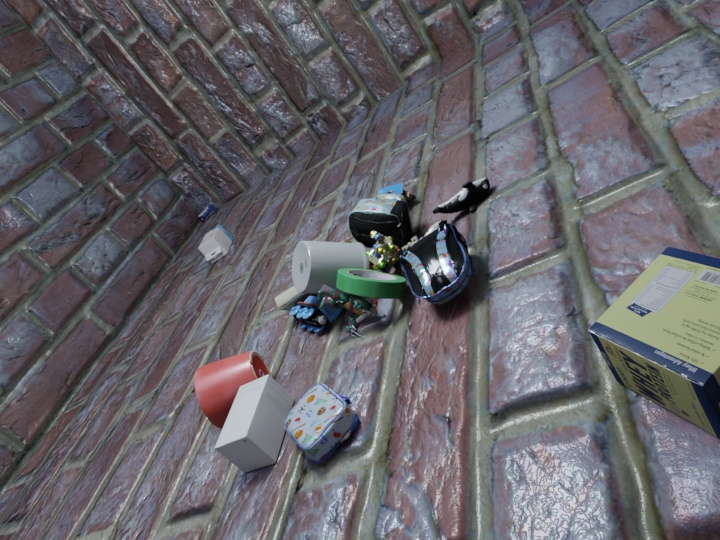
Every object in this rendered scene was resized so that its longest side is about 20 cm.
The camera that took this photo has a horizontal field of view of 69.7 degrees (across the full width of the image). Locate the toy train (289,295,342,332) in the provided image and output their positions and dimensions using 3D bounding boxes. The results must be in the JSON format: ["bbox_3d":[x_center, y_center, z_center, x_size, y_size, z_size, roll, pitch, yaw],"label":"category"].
[{"bbox_3d":[-0.149,0.133,1.678,0.114,0.087,0.199,-46,22,-22],"label":"toy train"}]

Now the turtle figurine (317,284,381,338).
[{"bbox_3d":[-0.024,0.111,1.488,0.198,0.151,0.101,21,45,16],"label":"turtle figurine"}]

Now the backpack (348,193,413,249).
[{"bbox_3d":[0.066,-0.158,1.692,0.197,0.177,0.154,2,47,23],"label":"backpack"}]

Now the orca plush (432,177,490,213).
[{"bbox_3d":[0.322,-0.210,1.587,0.198,0.106,0.072,-23,61,-18],"label":"orca plush"}]

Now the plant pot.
[{"bbox_3d":[-0.367,0.343,1.545,0.175,0.202,0.201,-26,27,4],"label":"plant pot"}]

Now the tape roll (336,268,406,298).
[{"bbox_3d":[0.030,0.035,1.475,0.200,0.198,0.049,24,109,62],"label":"tape roll"}]

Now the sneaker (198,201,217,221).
[{"bbox_3d":[-1.217,-0.446,4.098,0.198,0.080,0.116,-31,30,35],"label":"sneaker"}]

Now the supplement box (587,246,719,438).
[{"bbox_3d":[0.501,0.099,0.774,0.200,0.135,0.200,-43,25,-6],"label":"supplement box"}]

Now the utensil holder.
[{"bbox_3d":[-0.096,-0.007,1.611,0.169,0.197,0.173,-6,83,63],"label":"utensil holder"}]

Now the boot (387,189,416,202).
[{"bbox_3d":[0.129,-0.243,1.935,0.199,0.074,0.098,6,68,60],"label":"boot"}]

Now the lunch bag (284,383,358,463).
[{"bbox_3d":[-0.094,0.362,1.249,0.160,0.076,0.199,-45,25,-14],"label":"lunch bag"}]

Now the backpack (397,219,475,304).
[{"bbox_3d":[0.208,0.000,1.339,0.181,0.134,0.201,-34,39,16],"label":"backpack"}]

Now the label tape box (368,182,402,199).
[{"bbox_3d":[0.073,-0.223,1.873,0.142,0.066,0.203,-5,71,51],"label":"label tape box"}]

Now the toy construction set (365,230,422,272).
[{"bbox_3d":[0.100,-0.061,1.570,0.092,0.198,0.133,50,132,44],"label":"toy construction set"}]

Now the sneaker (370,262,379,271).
[{"bbox_3d":[0.000,0.000,1.694,0.198,0.079,0.116,-15,34,45],"label":"sneaker"}]

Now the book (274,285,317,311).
[{"bbox_3d":[-0.177,0.072,1.777,0.199,0.133,0.049,-33,68,17],"label":"book"}]

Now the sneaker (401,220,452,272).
[{"bbox_3d":[0.213,-0.055,1.508,0.201,0.076,0.092,-50,33,-2],"label":"sneaker"}]

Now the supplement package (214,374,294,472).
[{"bbox_3d":[-0.276,0.405,1.375,0.119,0.122,0.201,-26,28,26],"label":"supplement package"}]

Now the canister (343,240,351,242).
[{"bbox_3d":[-0.124,-0.026,1.865,0.198,0.087,0.148,-19,12,42],"label":"canister"}]

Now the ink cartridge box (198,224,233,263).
[{"bbox_3d":[-0.858,-0.153,3.063,0.128,0.126,0.201,-32,26,17],"label":"ink cartridge box"}]
